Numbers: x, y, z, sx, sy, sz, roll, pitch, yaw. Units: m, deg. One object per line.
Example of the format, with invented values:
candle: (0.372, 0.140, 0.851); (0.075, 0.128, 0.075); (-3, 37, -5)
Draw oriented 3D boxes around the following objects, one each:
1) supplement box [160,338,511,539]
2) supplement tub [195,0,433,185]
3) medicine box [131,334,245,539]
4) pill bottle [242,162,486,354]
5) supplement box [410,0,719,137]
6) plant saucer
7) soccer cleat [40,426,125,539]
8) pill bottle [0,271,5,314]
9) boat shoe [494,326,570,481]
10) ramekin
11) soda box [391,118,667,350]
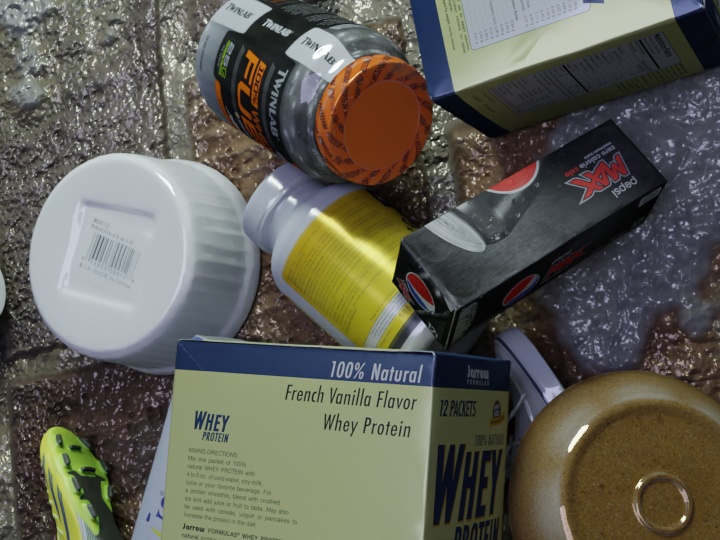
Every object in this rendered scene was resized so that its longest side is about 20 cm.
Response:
supplement box: (-0.016, 0.153, 0.766); (0.199, 0.134, 0.201); (1, 84, 28)
supplement tub: (-0.038, -0.146, 0.904); (0.200, 0.122, 0.123); (35, 99, 48)
medicine box: (-0.069, 0.175, 0.924); (0.181, 0.103, 0.201); (16, 90, 26)
pill bottle: (0.000, 0.000, 0.907); (0.200, 0.112, 0.112); (41, 101, 23)
supplement box: (0.148, -0.233, 0.845); (0.199, 0.134, 0.201); (-15, 79, 23)
plant saucer: (0.203, 0.162, 0.778); (0.199, 0.035, 0.201); (3, 70, -7)
soccer cleat: (-0.254, 0.238, 1.024); (0.084, 0.065, 0.201); (-37, 71, 19)
pill bottle: (-0.453, 0.038, 1.114); (0.199, 0.111, 0.112); (-16, 77, 23)
boat shoe: (0.135, 0.145, 0.846); (0.086, 0.075, 0.203); (-29, 79, 1)
ramekin: (-0.199, -0.009, 1.009); (0.200, 0.098, 0.202); (-3, 83, 25)
soda box: (0.123, -0.029, 0.824); (0.200, 0.063, 0.071); (-30, 69, -20)
